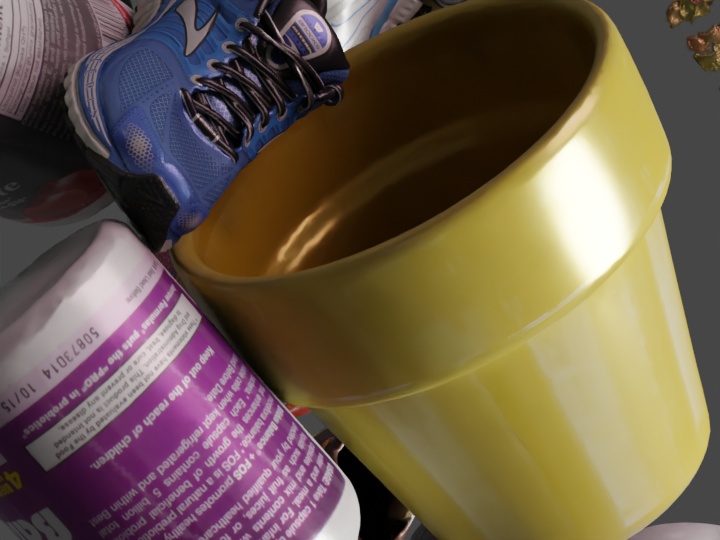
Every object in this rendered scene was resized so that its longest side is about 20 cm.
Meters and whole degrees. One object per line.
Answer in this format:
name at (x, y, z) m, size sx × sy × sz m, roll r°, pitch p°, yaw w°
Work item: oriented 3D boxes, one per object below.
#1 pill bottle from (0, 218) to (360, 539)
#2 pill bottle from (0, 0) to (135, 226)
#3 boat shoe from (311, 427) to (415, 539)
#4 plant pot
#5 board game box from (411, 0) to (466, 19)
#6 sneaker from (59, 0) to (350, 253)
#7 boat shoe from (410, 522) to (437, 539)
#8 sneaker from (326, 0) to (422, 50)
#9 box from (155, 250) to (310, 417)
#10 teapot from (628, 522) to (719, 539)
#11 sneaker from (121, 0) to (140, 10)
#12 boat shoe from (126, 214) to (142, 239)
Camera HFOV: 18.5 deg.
pill bottle at (-0.071, 0.087, 0.853) m, size 0.200 × 0.112 × 0.112 m, roll 50°, pitch 19°, yaw -12°
pill bottle at (-0.176, -0.088, 0.906) m, size 0.200 × 0.111 × 0.111 m, roll 20°, pitch 39°, yaw -60°
boat shoe at (0.002, 0.109, 1.059) m, size 0.072 × 0.072 × 0.200 m, roll 54°, pitch 18°, yaw -1°
plant pot at (0.051, 0.015, 0.924) m, size 0.189 × 0.201 × 0.201 m, roll 60°, pitch 14°, yaw -27°
board game box at (0.045, -0.097, 1.261) m, size 0.035 × 0.200 × 0.136 m, roll 16°, pitch 31°, yaw -33°
sneaker at (-0.058, -0.080, 0.900) m, size 0.079 × 0.089 × 0.200 m, roll 57°, pitch 24°, yaw -23°
boat shoe at (0.056, 0.155, 1.115) m, size 0.065 × 0.074 × 0.202 m, roll 50°, pitch 11°, yaw 1°
sneaker at (-0.026, -0.133, 1.235) m, size 0.075 × 0.200 × 0.087 m, roll 11°, pitch -14°, yaw 47°
box at (0.000, 0.000, 1.081) m, size 0.200 × 0.100 × 0.096 m, roll -16°, pitch 68°, yaw -41°
teapot at (0.221, 0.220, 1.289) m, size 0.197 × 0.146 × 0.200 m, roll 41°, pitch 21°, yaw -36°
sneaker at (-0.100, -0.096, 1.124) m, size 0.076 × 0.115 × 0.201 m, roll -1°, pitch 62°, yaw -17°
boat shoe at (-0.075, -0.059, 1.181) m, size 0.071 × 0.064 × 0.200 m, roll 46°, pitch 20°, yaw -23°
